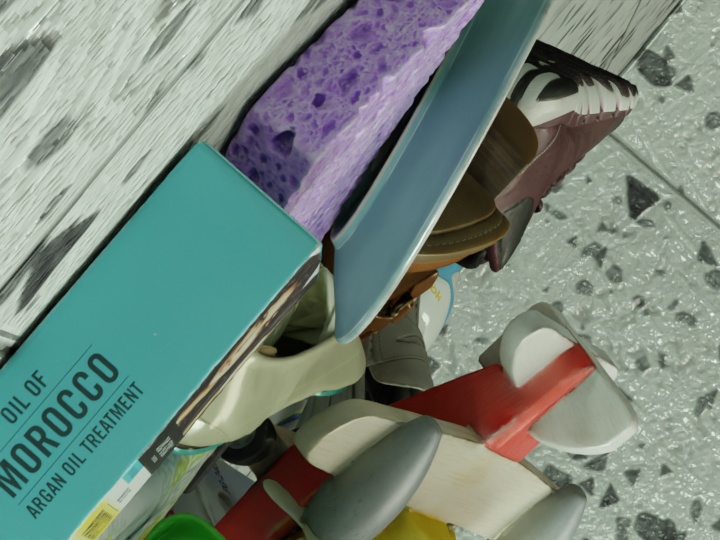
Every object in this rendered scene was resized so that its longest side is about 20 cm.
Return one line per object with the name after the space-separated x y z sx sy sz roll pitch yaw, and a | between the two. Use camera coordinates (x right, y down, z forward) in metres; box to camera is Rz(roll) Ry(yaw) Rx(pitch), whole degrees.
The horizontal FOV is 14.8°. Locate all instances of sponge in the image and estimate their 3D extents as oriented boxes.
-0.024 -0.030 0.956 0.112 0.030 0.200 -48 175 -34 | sponge

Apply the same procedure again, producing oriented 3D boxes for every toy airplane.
0.039 0.104 1.254 0.199 0.142 0.199 -4 155 -22 | toy airplane

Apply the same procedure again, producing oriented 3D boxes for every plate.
0.030 -0.066 1.042 0.201 0.025 0.200 -61 -174 12 | plate

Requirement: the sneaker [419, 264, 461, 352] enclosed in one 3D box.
0.019 0.051 1.983 0.081 0.076 0.200 -50 179 -31 | sneaker

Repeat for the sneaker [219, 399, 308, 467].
-0.026 0.080 1.456 0.076 0.105 0.200 -51 177 15 | sneaker

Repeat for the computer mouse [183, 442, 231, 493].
-0.100 0.096 1.268 0.200 0.034 0.059 -53 -164 25 | computer mouse

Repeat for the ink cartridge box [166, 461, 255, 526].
-0.109 0.207 1.414 0.200 0.083 0.145 -51 -148 12 | ink cartridge box

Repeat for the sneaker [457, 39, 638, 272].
0.079 -0.058 1.447 0.116 0.075 0.200 -68 163 12 | sneaker

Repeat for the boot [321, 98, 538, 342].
0.000 0.000 1.268 0.155 0.074 0.200 -45 174 25 | boot

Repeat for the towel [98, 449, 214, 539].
-0.131 0.129 1.127 0.171 0.048 0.200 -51 177 19 | towel

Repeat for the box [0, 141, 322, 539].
-0.093 0.057 0.830 0.200 0.049 0.082 -50 177 -6 | box

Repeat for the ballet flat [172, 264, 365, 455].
-0.037 0.024 1.128 0.070 0.069 0.200 -51 175 18 | ballet flat

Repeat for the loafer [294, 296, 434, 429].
0.010 0.054 1.395 0.070 0.069 0.201 29 69 -57 | loafer

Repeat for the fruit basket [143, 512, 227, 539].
-0.031 0.198 1.101 0.156 0.215 0.216 -50 177 -25 | fruit basket
